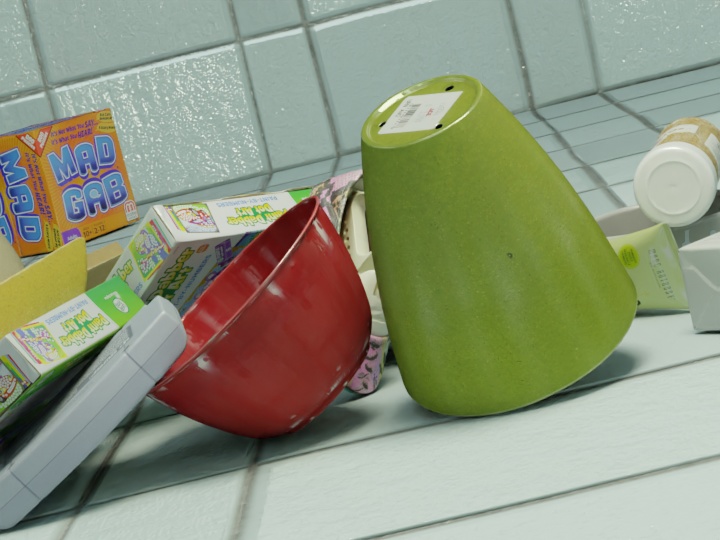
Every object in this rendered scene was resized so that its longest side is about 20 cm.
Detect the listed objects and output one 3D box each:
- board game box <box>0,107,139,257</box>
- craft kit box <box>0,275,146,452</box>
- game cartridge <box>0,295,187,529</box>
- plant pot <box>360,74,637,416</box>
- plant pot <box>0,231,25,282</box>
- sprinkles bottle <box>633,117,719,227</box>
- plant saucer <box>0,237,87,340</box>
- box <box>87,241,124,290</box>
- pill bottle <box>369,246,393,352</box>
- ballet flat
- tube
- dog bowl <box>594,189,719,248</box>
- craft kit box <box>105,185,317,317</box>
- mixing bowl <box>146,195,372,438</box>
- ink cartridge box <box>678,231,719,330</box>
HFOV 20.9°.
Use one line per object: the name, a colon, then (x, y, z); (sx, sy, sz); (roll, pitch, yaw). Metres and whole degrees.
board game box: (-0.530, -0.143, 3.286); (0.199, 0.201, 0.200); (-8, 11, 35)
craft kit box: (-0.273, 0.103, 1.503); (0.197, 0.049, 0.200); (-42, -2, 21)
game cartridge: (-0.205, 0.104, 1.437); (0.200, 0.040, 0.133); (-46, 7, -1)
plant pot: (0.079, -0.031, 1.402); (0.186, 0.201, 0.187); (-20, 29, 12)
plant pot: (-0.404, 0.051, 1.979); (0.134, 0.201, 0.200); (32, 33, 27)
sprinkles bottle: (0.279, -0.087, 1.685); (0.068, 0.069, 0.200); (-11, 8, 16)
plant saucer: (-0.309, 0.079, 1.562); (0.200, 0.048, 0.200); (-46, -5, 36)
box: (-0.312, 0.055, 1.717); (0.200, 0.021, 0.164); (-27, -15, -49)
pill bottle: (0.077, 0.008, 1.629); (0.199, 0.114, 0.113); (-6, 11, 41)
ballet flat: (0.000, 0.000, 1.577); (0.069, 0.201, 0.071); (25, -45, -39)
tube: (0.196, 0.005, 1.616); (0.058, 0.052, 0.200); (26, -21, -34)
dog bowl: (0.269, -0.023, 1.711); (0.199, 0.059, 0.200); (-13, 8, 2)
craft kit box: (-0.138, 0.017, 1.664); (0.197, 0.049, 0.200); (-8, -37, -45)
mixing bowl: (-0.063, 0.052, 1.467); (0.200, 0.108, 0.200); (-45, 11, 12)
ink cartridge box: (0.353, -0.015, 1.483); (0.199, 0.068, 0.115); (-21, 11, -35)
